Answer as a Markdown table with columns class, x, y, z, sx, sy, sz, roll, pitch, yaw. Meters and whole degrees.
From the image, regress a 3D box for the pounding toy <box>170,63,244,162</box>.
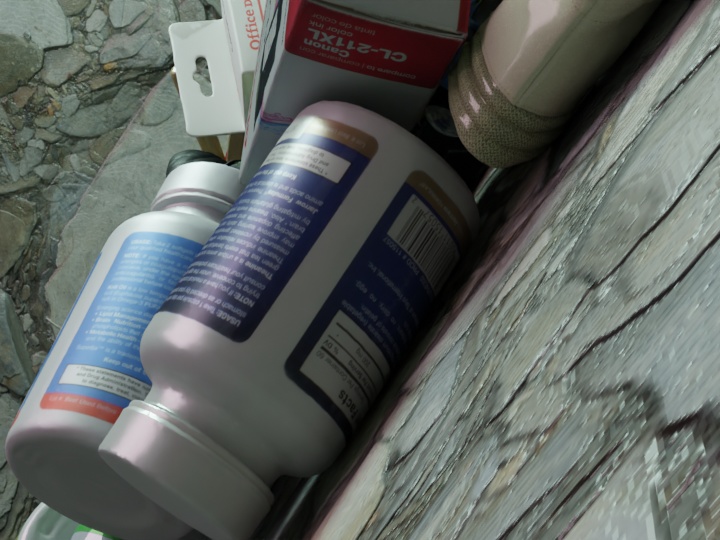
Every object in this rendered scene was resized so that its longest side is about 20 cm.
| class | x | y | z | sx | sy | sz | roll | pitch | yaw |
| --- | --- | --- | --- | --- | --- | --- | --- | --- | --- |
| pounding toy | -0.075 | -0.063 | 1.122 | 0.200 | 0.141 | 0.186 | -69 | -15 | -84 |

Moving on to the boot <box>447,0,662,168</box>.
| class | x | y | z | sx | sy | sz | roll | pitch | yaw |
| --- | --- | --- | --- | --- | --- | --- | --- | --- | --- |
| boot | 0.110 | -0.144 | 0.663 | 0.155 | 0.072 | 0.200 | -56 | 3 | 34 |

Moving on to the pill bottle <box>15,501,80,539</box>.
| class | x | y | z | sx | sy | sz | roll | pitch | yaw |
| --- | --- | --- | --- | --- | --- | --- | --- | --- | --- |
| pill bottle | -0.189 | 0.219 | 0.930 | 0.111 | 0.111 | 0.200 | -57 | 4 | -32 |

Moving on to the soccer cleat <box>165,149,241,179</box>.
| class | x | y | z | sx | sy | sz | roll | pitch | yaw |
| --- | --- | --- | --- | --- | --- | --- | --- | --- | --- |
| soccer cleat | -0.083 | -0.047 | 0.949 | 0.200 | 0.067 | 0.082 | 53 | 135 | 52 |

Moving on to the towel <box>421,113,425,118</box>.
| class | x | y | z | sx | sy | sz | roll | pitch | yaw |
| --- | --- | --- | --- | --- | --- | --- | --- | --- | --- |
| towel | 0.025 | -0.122 | 0.894 | 0.200 | 0.018 | 0.086 | -49 | 38 | 11 |

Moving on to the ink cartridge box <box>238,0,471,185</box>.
| class | x | y | z | sx | sy | sz | roll | pitch | yaw |
| --- | --- | --- | --- | --- | --- | --- | --- | --- | --- |
| ink cartridge box | -0.004 | -0.141 | 0.741 | 0.200 | 0.082 | 0.147 | 122 | 156 | -64 |

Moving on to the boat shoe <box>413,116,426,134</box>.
| class | x | y | z | sx | sy | sz | roll | pitch | yaw |
| --- | --- | --- | --- | --- | --- | --- | --- | --- | --- |
| boat shoe | 0.015 | -0.065 | 0.994 | 0.200 | 0.069 | 0.067 | 106 | -176 | -60 |

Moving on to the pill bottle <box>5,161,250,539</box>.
| class | x | y | z | sx | sy | sz | roll | pitch | yaw |
| --- | --- | --- | --- | --- | --- | --- | --- | --- | --- |
| pill bottle | -0.108 | 0.039 | 0.778 | 0.112 | 0.112 | 0.201 | -50 | 16 | 54 |

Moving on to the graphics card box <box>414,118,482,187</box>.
| class | x | y | z | sx | sy | sz | roll | pitch | yaw |
| --- | --- | --- | --- | --- | --- | --- | --- | --- | --- |
| graphics card box | 0.000 | 0.000 | 0.919 | 0.200 | 0.051 | 0.126 | -49 | 7 | 50 |

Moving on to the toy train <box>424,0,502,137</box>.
| class | x | y | z | sx | sy | sz | roll | pitch | yaw |
| --- | --- | --- | --- | --- | --- | --- | --- | --- | --- |
| toy train | 0.106 | -0.161 | 0.779 | 0.201 | 0.086 | 0.114 | -55 | 12 | -16 |

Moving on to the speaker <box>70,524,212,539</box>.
| class | x | y | z | sx | sy | sz | roll | pitch | yaw |
| --- | --- | --- | --- | --- | --- | --- | --- | --- | --- |
| speaker | -0.095 | 0.118 | 0.838 | 0.201 | 0.088 | 0.088 | -58 | 5 | -30 |

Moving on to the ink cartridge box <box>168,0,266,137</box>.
| class | x | y | z | sx | sy | sz | roll | pitch | yaw |
| --- | --- | --- | --- | --- | --- | --- | --- | --- | --- |
| ink cartridge box | -0.036 | -0.169 | 0.998 | 0.068 | 0.198 | 0.117 | 92 | 166 | -57 |

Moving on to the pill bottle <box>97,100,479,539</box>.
| class | x | y | z | sx | sy | sz | roll | pitch | yaw |
| --- | --- | --- | --- | --- | --- | --- | --- | --- | --- |
| pill bottle | -0.036 | 0.027 | 0.671 | 0.201 | 0.111 | 0.111 | -56 | 4 | -18 |
